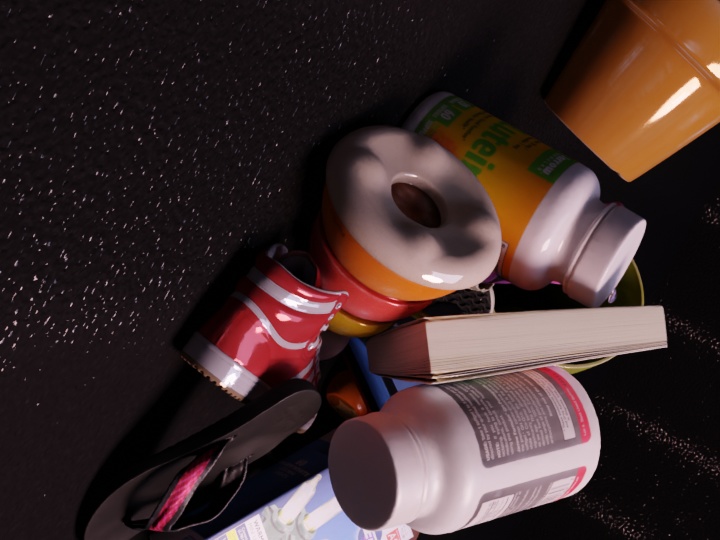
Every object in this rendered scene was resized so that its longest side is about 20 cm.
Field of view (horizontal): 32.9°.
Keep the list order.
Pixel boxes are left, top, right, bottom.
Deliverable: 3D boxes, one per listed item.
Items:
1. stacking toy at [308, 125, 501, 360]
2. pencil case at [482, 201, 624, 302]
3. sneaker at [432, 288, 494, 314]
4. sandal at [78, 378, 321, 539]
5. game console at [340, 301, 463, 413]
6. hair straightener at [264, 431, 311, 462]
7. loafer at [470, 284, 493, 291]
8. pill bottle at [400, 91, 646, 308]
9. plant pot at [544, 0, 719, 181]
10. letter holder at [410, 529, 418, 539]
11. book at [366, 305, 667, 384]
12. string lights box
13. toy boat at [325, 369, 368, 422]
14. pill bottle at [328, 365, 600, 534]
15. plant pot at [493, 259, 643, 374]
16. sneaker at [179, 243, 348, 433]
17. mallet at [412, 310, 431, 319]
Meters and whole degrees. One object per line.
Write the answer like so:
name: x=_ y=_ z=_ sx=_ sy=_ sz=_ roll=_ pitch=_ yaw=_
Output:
stacking toy: x=0.000 y=0.000 z=0.934 sx=0.146 sy=0.146 sz=0.200 roll=-36 pitch=170 yaw=-48
pencil case: x=0.134 y=-0.022 z=1.088 sx=0.094 sy=0.199 sz=0.091 roll=-55 pitch=148 yaw=-82
sneaker: x=0.095 y=0.080 z=1.352 sx=0.093 sy=0.070 sz=0.200 roll=-61 pitch=171 yaw=-64
sandal: x=-0.110 y=0.146 z=0.849 sx=0.200 sy=0.045 sz=0.075 roll=-32 pitch=153 yaw=2
game console: x=0.067 y=0.111 z=1.061 sx=0.172 sy=0.200 sz=0.119 roll=-16 pitch=158 yaw=-23
hair straightener: x=-0.076 y=0.174 z=1.098 sx=0.077 sy=0.041 sz=0.200 roll=-54 pitch=165 yaw=-13
loafer: x=0.115 y=-0.050 z=1.174 sx=0.076 sy=0.068 sz=0.200 roll=-49 pitch=159 yaw=-26
pill bottle: x=0.124 y=-0.053 z=0.987 sx=0.111 sy=0.200 sz=0.111 roll=-49 pitch=159 yaw=-26
plant pot: x=0.296 y=-0.198 z=1.249 sx=0.183 sy=0.200 sz=0.200 roll=-47 pitch=164 yaw=14
letter holder: x=0.008 y=0.319 z=1.422 sx=0.142 sy=0.100 sz=0.200 roll=-24 pitch=141 yaw=-62
book: x=0.119 y=0.054 z=0.963 sx=0.134 sy=0.199 sz=0.048 roll=165 pitch=-80 yaw=-70
string lights box: x=-0.062 y=0.219 z=1.005 sx=0.200 sy=0.059 sz=0.103 roll=-27 pitch=109 yaw=-27
toy boat: x=0.014 y=0.150 z=1.165 sx=0.130 sy=0.131 sz=0.200 roll=-24 pitch=-152 yaw=28
pill bottle: x=0.078 y=0.137 z=0.924 sx=0.200 sy=0.111 sz=0.111 roll=-6 pitch=129 yaw=-38
plant pot: x=0.205 y=0.054 z=1.434 sx=0.187 sy=0.187 sz=0.200 roll=-50 pitch=176 yaw=-24
sneaker: x=-0.051 y=0.051 z=0.908 sx=0.113 sy=0.071 sz=0.200 roll=-54 pitch=159 yaw=-4
mallet: x=0.077 y=0.054 z=1.053 sx=0.041 sy=0.200 sz=0.066 roll=-54 pitch=-166 yaw=10
